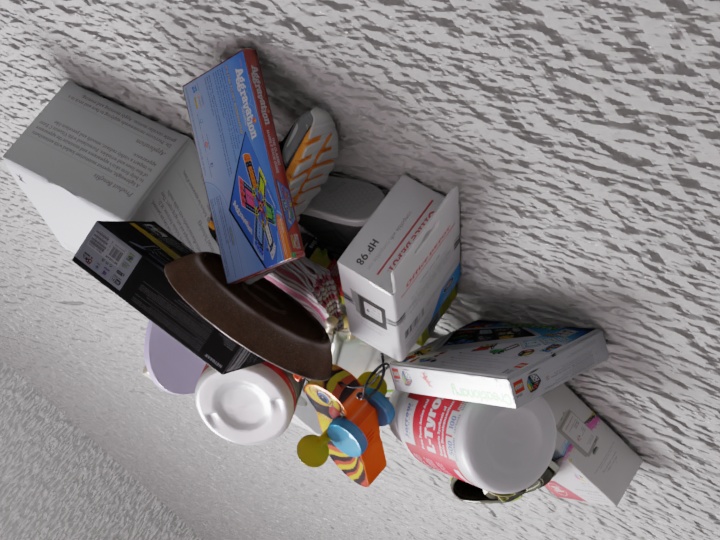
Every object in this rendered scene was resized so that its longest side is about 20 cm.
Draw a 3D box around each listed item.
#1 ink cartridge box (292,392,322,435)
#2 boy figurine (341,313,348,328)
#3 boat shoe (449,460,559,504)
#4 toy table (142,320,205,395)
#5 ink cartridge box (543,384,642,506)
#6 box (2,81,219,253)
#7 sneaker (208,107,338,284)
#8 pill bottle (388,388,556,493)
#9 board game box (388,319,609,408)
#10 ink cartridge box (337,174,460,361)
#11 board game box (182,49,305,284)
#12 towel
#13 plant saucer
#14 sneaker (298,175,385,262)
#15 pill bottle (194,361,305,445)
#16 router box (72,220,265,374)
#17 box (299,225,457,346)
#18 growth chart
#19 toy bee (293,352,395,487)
[{"bbox_3d":[-0.118,0.138,1.964,0.145,0.088,0.200,42,169,-25],"label":"ink cartridge box"},{"bbox_3d":[0.017,0.090,1.719,0.199,0.065,0.124,16,155,36],"label":"boy figurine"},{"bbox_3d":[0.159,0.231,1.609,0.072,0.060,0.202,39,162,-9],"label":"boat shoe"},{"bbox_3d":[-0.212,0.059,1.815,0.184,0.200,0.117,45,162,-16],"label":"toy table"},{"bbox_3d":[0.203,0.174,1.594,0.200,0.068,0.116,43,159,-19],"label":"ink cartridge box"},{"bbox_3d":[-0.282,-0.089,1.702,0.198,0.131,0.200,26,158,25],"label":"box"},{"bbox_3d":[-0.090,-0.080,1.390,0.077,0.078,0.200,41,121,17],"label":"sneaker"},{"bbox_3d":[0.109,0.162,1.511,0.112,0.112,0.200,44,165,-21],"label":"pill bottle"},{"bbox_3d":[0.135,0.091,1.439,0.200,0.126,0.035,2,112,57],"label":"board game box"},{"bbox_3d":[0.040,-0.009,1.384,0.067,0.116,0.200,30,159,18],"label":"ink cartridge box"},{"bbox_3d":[-0.112,-0.096,1.353,0.103,0.019,0.201,-20,80,47],"label":"board game box"},{"bbox_3d":[-0.089,0.014,1.554,0.146,0.030,0.200,30,162,16],"label":"towel"},{"bbox_3d":[-0.104,0.038,1.440,0.200,0.035,0.200,34,-172,-5],"label":"plant saucer"},{"bbox_3d":[-0.053,-0.059,1.484,0.199,0.071,0.099,19,150,28],"label":"sneaker"},{"bbox_3d":[-0.114,0.099,1.661,0.113,0.200,0.114,5,121,8],"label":"pill bottle"},{"bbox_3d":[-0.183,0.024,1.501,0.200,0.052,0.157,36,-171,10],"label":"router box"},{"bbox_3d":[0.000,0.000,1.529,0.200,0.075,0.050,29,159,21],"label":"box"},{"bbox_3d":[0.034,0.111,1.597,0.199,0.018,0.145,6,135,-21],"label":"growth chart"},{"bbox_3d":[-0.017,0.139,1.532,0.109,0.131,0.201,30,125,24],"label":"toy bee"}]
